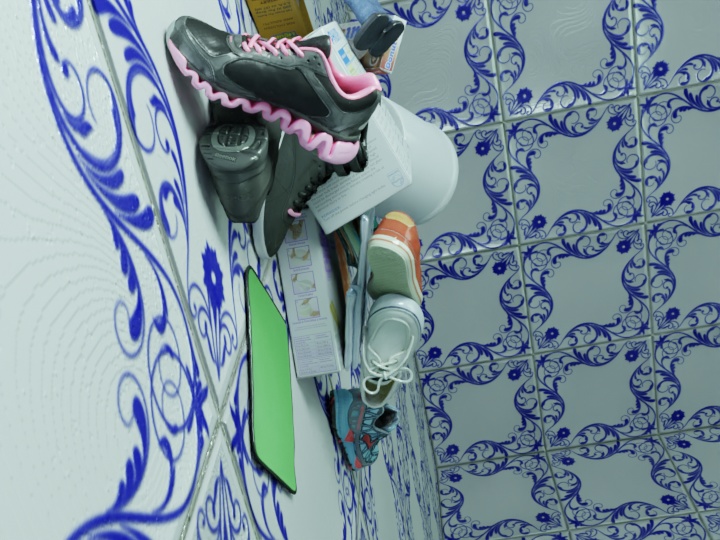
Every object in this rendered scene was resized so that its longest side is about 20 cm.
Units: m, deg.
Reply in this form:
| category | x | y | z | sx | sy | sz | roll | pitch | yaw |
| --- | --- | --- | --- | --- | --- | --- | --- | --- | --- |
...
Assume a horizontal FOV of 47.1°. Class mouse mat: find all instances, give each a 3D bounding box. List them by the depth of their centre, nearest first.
| category | x | y | z | sx | sy | sz | roll | pitch | yaw |
| --- | --- | --- | --- | --- | --- | --- | --- | --- | --- |
| mouse mat | -0.090 | 0.114 | 0.843 | 0.161 | 0.007 | 0.202 | 69 | 14 | -61 |

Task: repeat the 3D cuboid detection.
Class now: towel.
| category | x | y | z | sx | sy | sz | roll | pitch | yaw |
| --- | --- | --- | --- | --- | --- | --- | --- | --- | --- |
| towel | -0.036 | -0.084 | 1.264 | 0.201 | 0.022 | 0.147 | 64 | 6 | 13 |

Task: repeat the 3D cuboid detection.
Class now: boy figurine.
| category | x | y | z | sx | sy | sz | roll | pitch | yaw |
| --- | --- | --- | --- | --- | --- | --- | --- | --- | --- |
| boy figurine | -0.027 | -0.368 | 1.048 | 0.201 | 0.064 | 0.124 | 55 | 27 | 18 |

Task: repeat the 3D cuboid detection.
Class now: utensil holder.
| category | x | y | z | sx | sy | sz | roll | pitch | yaw |
| --- | --- | --- | --- | --- | --- | --- | --- | --- | --- |
| utensil holder | 0.035 | -0.164 | 1.240 | 0.199 | 0.168 | 0.172 | 10 | 69 | -62 |

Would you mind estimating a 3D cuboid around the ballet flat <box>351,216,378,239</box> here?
| category | x | y | z | sx | sy | sz | roll | pitch | yaw |
| --- | --- | --- | --- | --- | --- | --- | --- | --- | --- |
| ballet flat | 0.007 | -0.048 | 1.353 | 0.068 | 0.072 | 0.201 | -15 | 71 | -55 |

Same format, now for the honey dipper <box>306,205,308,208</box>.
| category | x | y | z | sx | sy | sz | roll | pitch | yaw |
| --- | --- | --- | --- | --- | --- | --- | --- | --- | --- |
| honey dipper | -0.097 | -0.092 | 0.999 | 0.200 | 0.038 | 0.038 | -10 | 91 | -80 |

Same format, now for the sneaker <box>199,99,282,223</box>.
| category | x | y | z | sx | sy | sz | roll | pitch | yaw |
| --- | --- | --- | --- | --- | --- | --- | --- | --- | --- |
| sneaker | -0.110 | -0.120 | 0.795 | 0.201 | 0.075 | 0.092 | -80 | 170 | -53 |

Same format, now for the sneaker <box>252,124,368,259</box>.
| category | x | y | z | sx | sy | sz | roll | pitch | yaw |
| --- | --- | --- | --- | --- | --- | --- | --- | --- | --- |
| sneaker | -0.048 | -0.100 | 0.877 | 0.071 | 0.098 | 0.202 | -8 | 115 | -80 |

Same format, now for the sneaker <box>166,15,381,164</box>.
| category | x | y | z | sx | sy | sz | roll | pitch | yaw |
| --- | --- | --- | --- | --- | --- | --- | --- | --- | --- |
| sneaker | -0.068 | -0.176 | 0.717 | 0.199 | 0.096 | 0.079 | 24 | 37 | -25 |

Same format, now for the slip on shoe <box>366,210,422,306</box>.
| category | x | y | z | sx | sy | sz | roll | pitch | yaw |
| --- | --- | --- | --- | --- | --- | --- | --- | --- | --- |
| slip on shoe | 0.045 | -0.004 | 0.992 | 0.201 | 0.073 | 0.062 | 80 | 31 | -62 |

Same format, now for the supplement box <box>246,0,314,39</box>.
| category | x | y | z | sx | sy | sz | roll | pitch | yaw |
| --- | --- | --- | --- | --- | --- | --- | --- | --- | --- |
| supplement box | -0.108 | -0.349 | 1.132 | 0.200 | 0.066 | 0.070 | 66 | 15 | -65 |

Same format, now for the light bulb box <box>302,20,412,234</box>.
| category | x | y | z | sx | sy | sz | roll | pitch | yaw |
| --- | --- | --- | --- | --- | --- | --- | --- | --- | --- |
| light bulb box | -0.036 | -0.182 | 1.011 | 0.201 | 0.124 | 0.198 | 58 | 12 | -14 |

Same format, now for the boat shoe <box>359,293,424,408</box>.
| category | x | y | z | sx | sy | sz | roll | pitch | yaw |
| --- | --- | --- | --- | --- | --- | --- | --- | --- | --- |
| boat shoe | 0.029 | 0.115 | 1.034 | 0.203 | 0.074 | 0.087 | 107 | -4 | -53 |

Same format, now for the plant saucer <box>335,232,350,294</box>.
| category | x | y | z | sx | sy | sz | roll | pitch | yaw |
| --- | --- | --- | --- | --- | --- | --- | --- | --- | --- |
| plant saucer | -0.045 | 0.014 | 1.287 | 0.200 | 0.037 | 0.203 | -11 | 90 | -84 |

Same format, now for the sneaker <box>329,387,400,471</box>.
| category | x | y | z | sx | sy | sz | roll | pitch | yaw |
| --- | --- | --- | --- | --- | --- | --- | --- | --- | --- |
| sneaker | 0.016 | 0.238 | 1.226 | 0.201 | 0.094 | 0.080 | 71 | 11 | -56 |

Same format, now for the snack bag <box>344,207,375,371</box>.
| category | x | y | z | sx | sy | sz | roll | pitch | yaw |
| --- | --- | --- | --- | --- | --- | --- | --- | --- | --- |
| snack bag | 0.000 | 0.000 | 1.057 | 0.189 | 0.021 | 0.202 | -76 | 171 | -70 |

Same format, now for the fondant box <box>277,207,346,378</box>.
| category | x | y | z | sx | sy | sz | roll | pitch | yaw |
| --- | --- | --- | --- | --- | --- | --- | --- | --- | --- |
| fondant box | -0.057 | 0.027 | 1.054 | 0.144 | 0.058 | 0.202 | -1 | 81 | -84 |

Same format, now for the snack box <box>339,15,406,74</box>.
| category | x | y | z | sx | sy | sz | roll | pitch | yaw |
| --- | --- | --- | --- | --- | --- | --- | --- | --- | --- |
| snack box | -0.008 | -0.310 | 1.154 | 0.199 | 0.024 | 0.073 | 18 | -88 | 57 |
